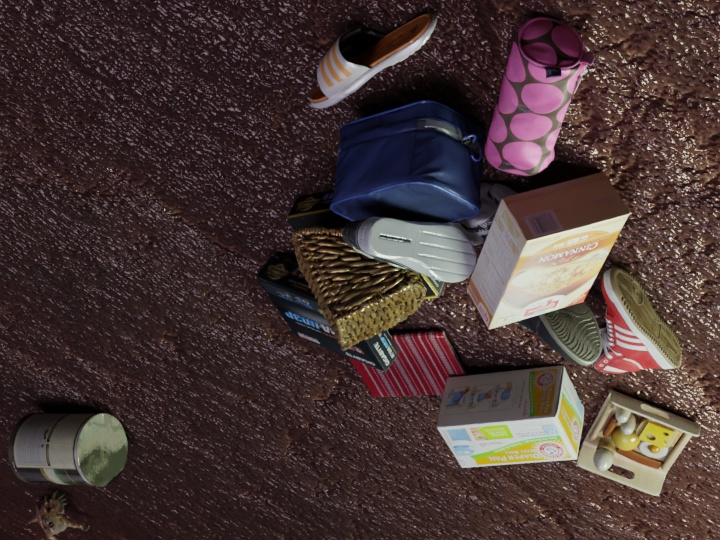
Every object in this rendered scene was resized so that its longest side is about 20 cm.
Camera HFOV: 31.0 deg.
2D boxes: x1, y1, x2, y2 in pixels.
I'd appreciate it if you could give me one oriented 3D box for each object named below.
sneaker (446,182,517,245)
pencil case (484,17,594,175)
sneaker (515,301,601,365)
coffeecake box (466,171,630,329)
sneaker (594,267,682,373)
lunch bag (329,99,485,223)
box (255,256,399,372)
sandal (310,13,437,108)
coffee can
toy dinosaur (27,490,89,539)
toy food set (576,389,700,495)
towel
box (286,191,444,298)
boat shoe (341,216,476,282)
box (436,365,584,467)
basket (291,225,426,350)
[{"bbox_3d":[0.150,-0.056,1.763,0.199,0.075,0.115,4,140,34],"label":"sneaker"},{"bbox_3d":[0.208,-0.198,1.540,0.093,0.091,0.201,14,146,2],"label":"pencil case"},{"bbox_3d":[0.252,0.061,1.825,0.200,0.075,0.106,51,153,11],"label":"sneaker"},{"bbox_3d":[0.239,-0.023,1.681,0.152,0.073,0.201,-15,149,-20],"label":"coffeecake box"},{"bbox_3d":[0.356,0.078,1.810,0.112,0.072,0.200,-14,132,36],"label":"sneaker"},{"bbox_3d":[0.066,-0.139,1.651,0.199,0.134,0.135,-12,155,38],"label":"lunch bag"},{"bbox_3d":[-0.051,0.066,1.997,0.199,0.046,0.159,19,152,38],"label":"box"},{"bbox_3d":[0.004,-0.271,1.579,0.206,0.079,0.059,-28,119,38],"label":"sandal"},{"bbox_3d":[-0.597,0.364,2.654,0.199,0.147,0.147,-4,136,33],"label":"coffee can"},{"bbox_3d":[-0.729,0.571,3.051,0.199,0.086,0.136,7,133,49],"label":"toy dinosaur"},{"bbox_3d":[0.429,0.274,2.022,0.142,0.061,0.201,21,144,6],"label":"toy food set"},{"bbox_3d":[0.074,0.150,2.106,0.199,0.023,0.145,-5,133,32],"label":"towel"},{"bbox_3d":[0.009,-0.034,1.891,0.159,0.050,0.200,-6,134,38],"label":"box"},{"bbox_3d":[0.064,-0.037,1.658,0.199,0.073,0.071,18,180,-39],"label":"boat shoe"},{"bbox_3d":[0.236,0.229,2.024,0.199,0.102,0.113,-9,133,28],"label":"box"},{"bbox_3d":[0.000,0.000,1.787,0.150,0.142,0.200,62,175,15],"label":"basket"}]
